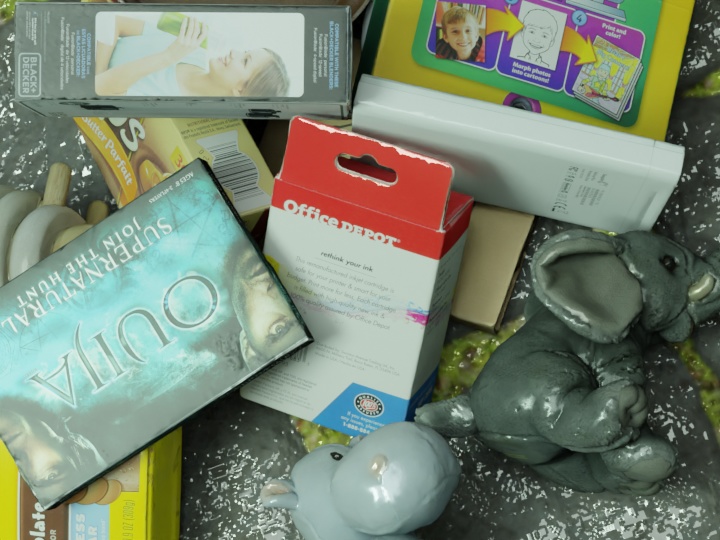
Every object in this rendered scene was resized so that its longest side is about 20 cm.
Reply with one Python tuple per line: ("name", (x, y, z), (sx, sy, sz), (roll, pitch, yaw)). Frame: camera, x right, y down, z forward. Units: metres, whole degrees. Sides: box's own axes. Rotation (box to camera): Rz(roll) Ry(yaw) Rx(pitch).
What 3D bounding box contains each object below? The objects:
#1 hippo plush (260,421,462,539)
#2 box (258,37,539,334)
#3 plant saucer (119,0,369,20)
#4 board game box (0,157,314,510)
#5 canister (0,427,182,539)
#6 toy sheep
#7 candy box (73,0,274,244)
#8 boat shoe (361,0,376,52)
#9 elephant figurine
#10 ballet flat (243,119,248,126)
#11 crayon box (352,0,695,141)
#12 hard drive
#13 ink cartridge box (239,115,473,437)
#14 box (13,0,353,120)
("hippo plush", (0.032, 0.173, 1.216), (0.200, 0.159, 0.161), (-32, 75, 45))
("box", (0.026, -0.063, 1.336), (0.200, 0.021, 0.164), (19, 83, 14))
("plant saucer", (-0.081, -0.226, 1.304), (0.200, 0.034, 0.201), (3, 74, -9))
("board game box", (-0.146, 0.040, 1.227), (0.200, 0.028, 0.135), (-33, 83, 5))
("canister", (-0.223, 0.141, 1.296), (0.200, 0.087, 0.149), (4, 99, 10))
("toy sheep", (-0.243, 0.003, 1.326), (0.200, 0.138, 0.138), (-10, 75, 26))
("candy box", (-0.133, -0.092, 1.323), (0.055, 0.115, 0.200), (-16, 69, -33))
("boat shoe", (0.038, -0.222, 1.348), (0.068, 0.072, 0.200), (5, 74, 51))
("elephant figurine", (0.156, 0.032, 1.249), (0.141, 0.155, 0.200), (-11, 57, 53))
("ballet flat", (-0.107, -0.169, 1.367), (0.072, 0.072, 0.201), (-28, 75, 4))
("crayon box", (0.110, -0.161, 1.284), (0.200, 0.058, 0.173), (16, 77, -11))
("hard drive", (0.093, -0.070, 1.240), (0.200, 0.132, 0.027), (13, 74, 2))
("ink cartridge box", (0.000, 0.000, 1.254), (0.116, 0.067, 0.200), (18, 116, 15))
("box", (-0.103, -0.126, 1.203), (0.200, 0.117, 0.060), (1, 90, 1))
